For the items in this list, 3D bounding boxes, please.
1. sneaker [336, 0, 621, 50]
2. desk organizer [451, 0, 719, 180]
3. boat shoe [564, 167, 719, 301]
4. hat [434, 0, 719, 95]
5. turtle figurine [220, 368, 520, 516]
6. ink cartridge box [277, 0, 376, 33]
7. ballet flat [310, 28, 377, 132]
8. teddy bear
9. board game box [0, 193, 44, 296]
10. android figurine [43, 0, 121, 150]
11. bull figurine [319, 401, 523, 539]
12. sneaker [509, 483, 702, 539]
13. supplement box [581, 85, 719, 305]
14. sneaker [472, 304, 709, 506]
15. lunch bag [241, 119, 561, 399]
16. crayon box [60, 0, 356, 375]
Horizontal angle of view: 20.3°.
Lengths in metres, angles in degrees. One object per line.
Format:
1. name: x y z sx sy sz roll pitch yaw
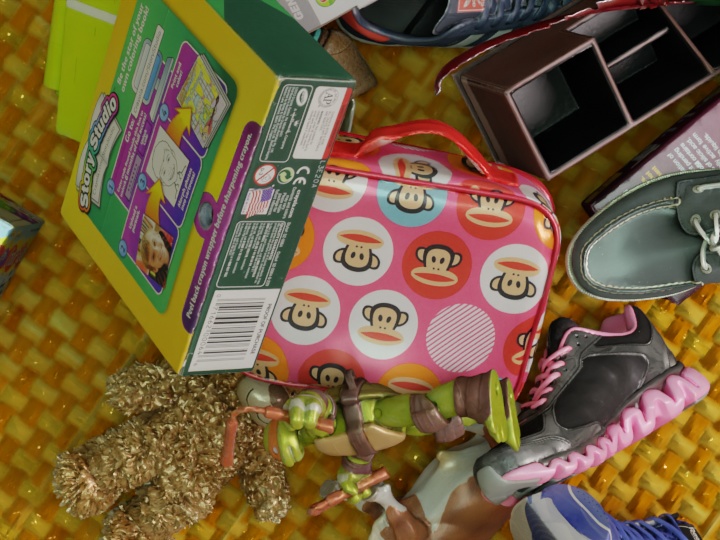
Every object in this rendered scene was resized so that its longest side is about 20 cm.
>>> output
1. sneaker: 0.081 -0.177 1.306 0.200 0.085 0.075 -6 92 3
2. desk organizer: 0.169 -0.139 1.276 0.200 0.077 0.072 -32 111 -11
3. boat shoe: 0.220 -0.029 1.207 0.200 0.062 0.073 -15 93 3
4. hat: 0.157 -0.189 1.244 0.176 0.200 0.166 -29 59 31
5. turtle figurine: 0.011 0.093 1.196 0.161 0.200 0.064 -9 64 12
6. ink cartridge box: -0.017 -0.268 1.206 0.176 0.084 0.200 -29 112 -2
7. ballet flat: -0.057 -0.067 1.335 0.072 0.068 0.200 35 90 -17
8. teddy bear: -0.111 0.116 1.337 0.200 0.067 0.145 -22 94 4
9. board game box: -0.309 0.030 1.323 0.103 0.105 0.200 30 94 0
10. android figurine: -0.137 -0.133 1.287 0.182 0.041 0.200 21 112 36
11. bull figurine: 0.052 0.155 1.324 0.200 0.065 0.121 -47 123 -4
12. sneaker: 0.168 0.184 1.291 0.115 0.199 0.081 -29 54 -9
13. supplement box: 0.245 -0.074 1.290 0.200 0.110 0.086 -40 90 3
14. sneaker: 0.133 0.081 1.286 0.079 0.200 0.095 -34 83 48
15. lunch bag: 0.019 -0.010 1.231 0.200 0.082 0.176 12 112 -5
16. crayon box: -0.095 -0.070 1.176 0.058 0.173 0.200 -2 126 -35
